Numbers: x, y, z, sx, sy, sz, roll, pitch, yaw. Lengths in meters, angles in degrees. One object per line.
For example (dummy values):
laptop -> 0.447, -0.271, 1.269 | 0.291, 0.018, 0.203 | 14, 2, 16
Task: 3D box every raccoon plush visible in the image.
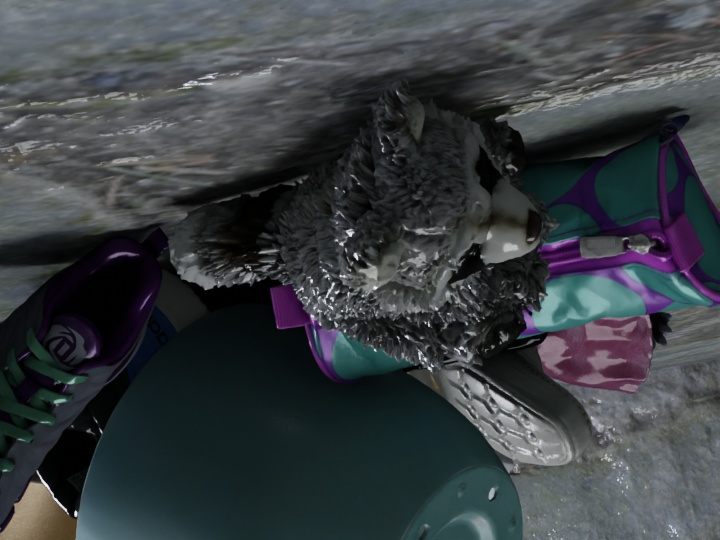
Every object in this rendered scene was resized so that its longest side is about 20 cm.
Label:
raccoon plush -> -0.018, -0.010, 0.699 | 0.199, 0.097, 0.134 | -14, 164, 26

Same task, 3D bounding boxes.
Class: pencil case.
pencil case -> 0.066, -0.006, 0.836 | 0.199, 0.086, 0.092 | -14, -177, 23

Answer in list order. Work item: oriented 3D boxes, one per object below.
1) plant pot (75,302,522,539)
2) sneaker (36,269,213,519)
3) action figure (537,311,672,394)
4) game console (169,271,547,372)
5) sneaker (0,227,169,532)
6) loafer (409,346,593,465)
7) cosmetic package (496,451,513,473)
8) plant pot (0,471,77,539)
plant pot -> -0.016, 0.133, 0.919 | 0.160, 0.202, 0.200 | 16, -170, 35
sneaker -> -0.120, 0.101, 0.978 | 0.111, 0.077, 0.200 | -40, 145, -27
action figure -> 0.107, 0.031, 1.256 | 0.199, 0.134, 0.149 | 2, -145, -4
game console -> 0.000, 0.000, 1.043 | 0.199, 0.117, 0.176 | -12, -158, 16
sneaker -> -0.159, 0.056, 0.810 | 0.200, 0.074, 0.088 | -55, -174, -32
loafer -> 0.079, 0.057, 1.083 | 0.070, 0.070, 0.200 | -32, -148, -17
cosmetic package -> 0.035, 0.124, 1.315 | 0.071, 0.102, 0.200 | 20, -163, -19
plant pot -> -0.227, 0.124, 1.142 | 0.186, 0.187, 0.200 | -6, 157, -31
